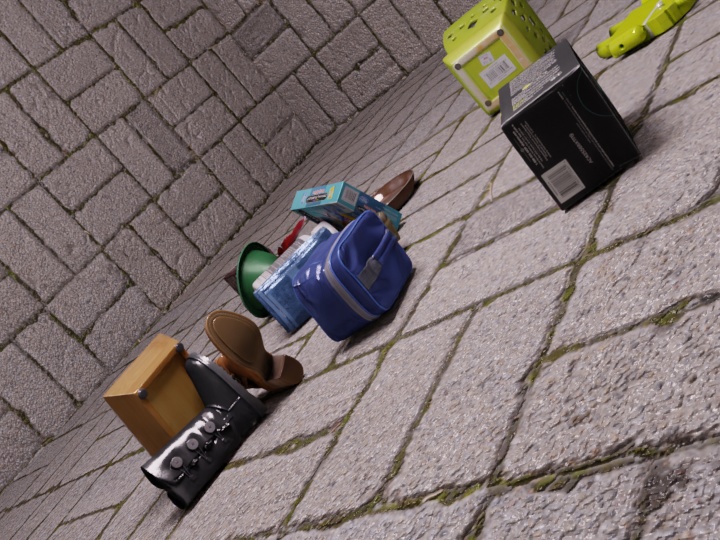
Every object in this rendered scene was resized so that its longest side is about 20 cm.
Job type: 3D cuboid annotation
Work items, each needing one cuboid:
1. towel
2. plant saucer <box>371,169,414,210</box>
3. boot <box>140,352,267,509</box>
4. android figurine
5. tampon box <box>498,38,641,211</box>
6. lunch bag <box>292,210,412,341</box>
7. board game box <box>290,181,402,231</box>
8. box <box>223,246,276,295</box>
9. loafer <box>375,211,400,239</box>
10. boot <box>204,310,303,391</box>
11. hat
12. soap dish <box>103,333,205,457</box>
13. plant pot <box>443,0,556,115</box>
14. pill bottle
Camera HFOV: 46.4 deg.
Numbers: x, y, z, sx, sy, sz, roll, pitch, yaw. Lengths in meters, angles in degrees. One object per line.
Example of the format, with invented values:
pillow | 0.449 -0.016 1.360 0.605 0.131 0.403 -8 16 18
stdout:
towel | -0.103 0.017 1.637 0.200 0.112 0.049 -44 1 -10
plant saucer | 0.050 -0.147 1.881 0.199 0.035 0.201 -39 14 12
boot | -0.269 0.247 1.320 0.200 0.164 0.066 -49 -17 -26
android figurine | 0.514 -0.450 1.498 0.182 0.041 0.199 -50 14 -29
tampon box | 0.282 -0.206 1.160 0.126 0.150 0.201 -35 15 21
lunch bag | 0.000 0.000 1.349 0.132 0.136 0.201 -32 15 33
board game box | -0.032 -0.119 1.719 0.199 0.150 0.048 -2 65 59
box | -0.257 0.017 2.102 0.075 0.100 0.199 -49 14 -29
loafer | 0.003 -0.015 1.550 0.201 0.067 0.076 -53 3 31
boot | -0.207 0.143 1.372 0.154 0.200 0.074 -15 42 46
hat | -0.158 0.009 1.829 0.174 0.200 0.168 -6 67 23
soap dish | -0.310 0.227 1.399 0.081 0.201 0.158 -18 25 39
plant pot | 0.304 -0.476 1.855 0.199 0.199 0.182 -33 23 31
pill bottle | -0.116 0.001 1.722 0.200 0.113 0.113 -46 14 -12
